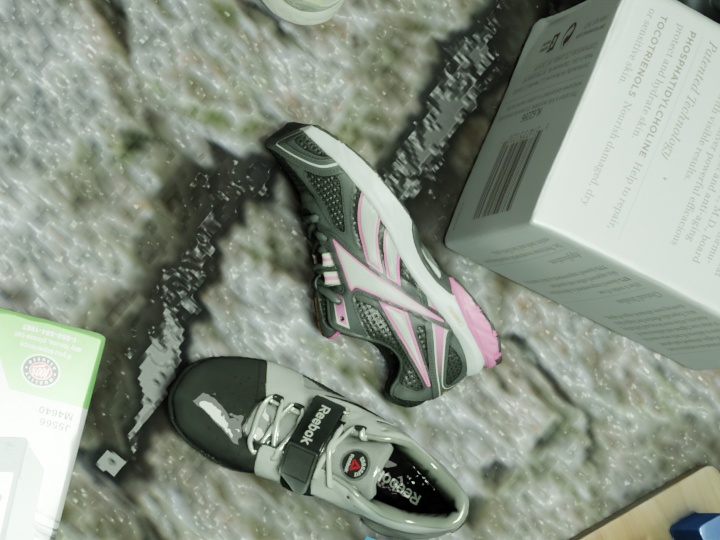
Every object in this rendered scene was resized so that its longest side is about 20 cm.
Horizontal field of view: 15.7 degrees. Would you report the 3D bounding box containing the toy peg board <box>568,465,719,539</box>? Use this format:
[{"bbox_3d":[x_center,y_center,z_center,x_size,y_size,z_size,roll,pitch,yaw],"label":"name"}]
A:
[{"bbox_3d":[0.199,0.256,1.642,0.199,0.098,0.201,-27,95,-17],"label":"toy peg board"}]

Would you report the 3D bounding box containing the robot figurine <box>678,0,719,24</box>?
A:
[{"bbox_3d":[0.198,-0.219,1.636,0.200,0.151,0.125,37,58,28],"label":"robot figurine"}]

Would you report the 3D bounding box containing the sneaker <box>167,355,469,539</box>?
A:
[{"bbox_3d":[-0.019,0.106,1.591,0.199,0.088,0.074,24,81,-13],"label":"sneaker"}]

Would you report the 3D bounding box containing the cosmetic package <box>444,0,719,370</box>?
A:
[{"bbox_3d":[0.191,-0.053,1.626,0.200,0.167,0.167,26,78,-15],"label":"cosmetic package"}]

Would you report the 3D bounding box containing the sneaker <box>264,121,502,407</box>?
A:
[{"bbox_3d":[0.000,0.000,1.612,0.086,0.080,0.200,-38,92,-6],"label":"sneaker"}]

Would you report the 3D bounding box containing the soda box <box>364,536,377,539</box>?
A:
[{"bbox_3d":[0.006,0.270,1.584,0.068,0.064,0.201,17,79,22],"label":"soda box"}]

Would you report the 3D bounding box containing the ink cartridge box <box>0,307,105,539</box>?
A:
[{"bbox_3d":[-0.246,0.118,1.518,0.145,0.084,0.201,15,81,-16],"label":"ink cartridge box"}]

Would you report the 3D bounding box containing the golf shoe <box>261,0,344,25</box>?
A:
[{"bbox_3d":[-0.012,-0.254,1.619,0.075,0.092,0.201,9,82,-15],"label":"golf shoe"}]
